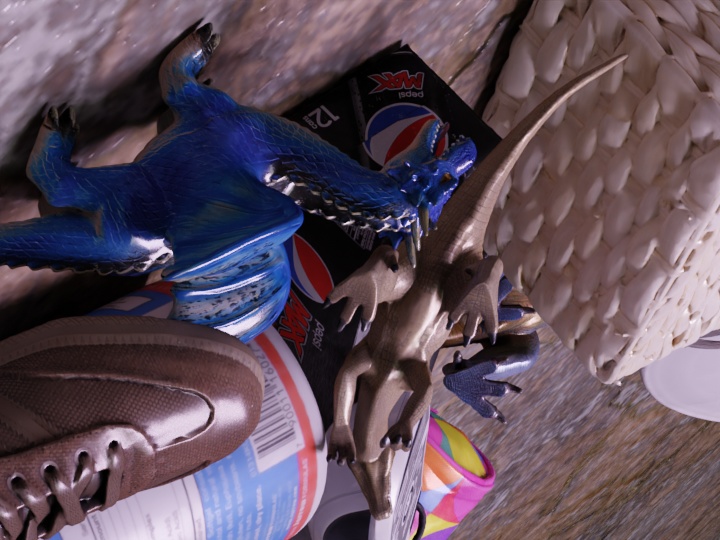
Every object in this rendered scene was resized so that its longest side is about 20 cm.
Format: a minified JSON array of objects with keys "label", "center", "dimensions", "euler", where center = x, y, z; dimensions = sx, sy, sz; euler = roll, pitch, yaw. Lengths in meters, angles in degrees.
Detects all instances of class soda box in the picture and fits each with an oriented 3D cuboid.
[{"label":"soda box","center":[0.000,0.000,0.844],"dimensions":[0.071,0.063,0.200],"euler":[-34,160,-25]}]

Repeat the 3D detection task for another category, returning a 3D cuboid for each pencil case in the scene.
[{"label":"pencil case","center":[-0.018,0.155,1.122],"dimensions":[0.200,0.088,0.088],"euler":[-46,161,10]}]

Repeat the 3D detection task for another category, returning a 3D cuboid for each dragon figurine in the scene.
[{"label":"dragon figurine","center":[-0.054,-0.011,0.650],"dimensions":[0.200,0.099,0.059],"euler":[-33,159,-28]}]

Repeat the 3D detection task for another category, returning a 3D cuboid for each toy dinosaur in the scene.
[{"label":"toy dinosaur","center":[0.026,0.003,0.739],"dimensions":[0.200,0.058,0.101],"euler":[-64,178,15]},{"label":"toy dinosaur","center":[0.087,-0.009,1.040],"dimensions":[0.182,0.200,0.105],"euler":[-54,141,-60]}]

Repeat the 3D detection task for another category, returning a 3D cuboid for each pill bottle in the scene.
[{"label":"pill bottle","center":[-0.117,0.086,0.717],"dimensions":[0.200,0.112,0.112],"euler":[-27,156,-38]}]

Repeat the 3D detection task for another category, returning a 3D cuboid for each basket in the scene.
[{"label":"basket","center":[0.136,-0.063,0.881],"dimensions":[0.123,0.136,0.200],"euler":[-27,156,-29]}]

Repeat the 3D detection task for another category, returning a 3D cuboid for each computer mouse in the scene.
[{"label":"computer mouse","center":[0.000,0.107,0.889],"dimensions":[0.200,0.044,0.110],"euler":[91,16,-59]}]

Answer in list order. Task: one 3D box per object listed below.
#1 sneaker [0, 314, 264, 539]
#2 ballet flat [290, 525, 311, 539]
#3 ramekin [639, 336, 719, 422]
[{"label":"sneaker","center":[-0.120,0.069,0.607],"dimensions":[0.200,0.076,0.071],"euler":[-8,139,-15]},{"label":"ballet flat","center":[-0.100,0.188,1.037],"dimensions":[0.200,0.068,0.068],"euler":[-38,165,-14]},{"label":"ramekin","center":[0.267,0.015,1.258],"dimensions":[0.202,0.094,0.202],"euler":[-2,152,-1]}]
